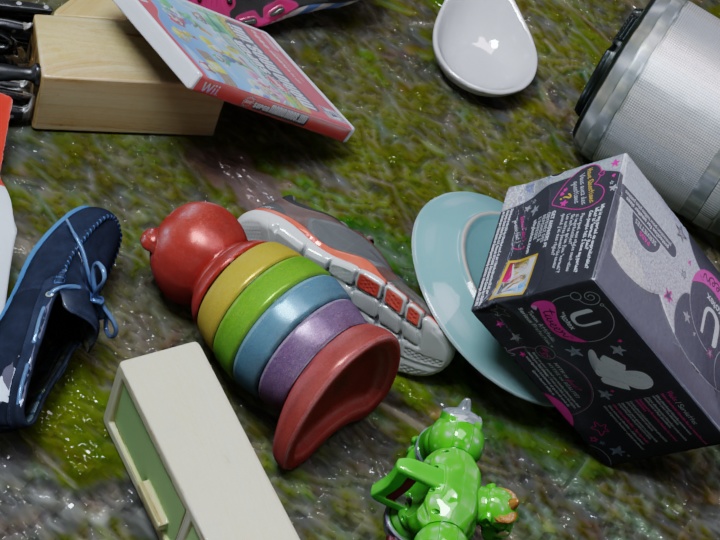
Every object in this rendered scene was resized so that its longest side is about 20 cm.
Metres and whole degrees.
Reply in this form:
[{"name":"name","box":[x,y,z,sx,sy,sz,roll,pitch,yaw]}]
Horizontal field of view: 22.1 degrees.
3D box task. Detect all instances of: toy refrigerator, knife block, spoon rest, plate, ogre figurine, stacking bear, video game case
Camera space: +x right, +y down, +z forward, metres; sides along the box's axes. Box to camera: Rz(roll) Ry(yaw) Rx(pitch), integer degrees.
[{"name":"toy refrigerator","box":[-0.109,0.156,1.270,0.070,0.076,0.201,-15,60,-29]},{"name":"knife block","box":[-0.231,-0.148,1.476,0.200,0.064,0.176,36,51,10]},{"name":"spoon rest","box":[0.104,-0.237,1.669,0.099,0.061,0.201,3,51,-17]},{"name":"plate","box":[0.125,0.015,1.455,0.200,0.026,0.201,27,42,-27]},{"name":"ogre figurine","box":[0.049,0.178,1.279,0.098,0.120,0.200,31,50,6]},{"name":"stacking bear","box":[-0.077,0.028,1.367,0.200,0.114,0.121,41,51,20]},{"name":"video game case","box":[-0.105,-0.171,1.488,0.200,0.017,0.143,14,30,-53]}]

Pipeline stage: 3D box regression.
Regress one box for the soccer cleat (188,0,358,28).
[{"name":"soccer cleat","box":[-0.077,-0.252,1.621,0.199,0.070,0.086,-8,13,-8]}]

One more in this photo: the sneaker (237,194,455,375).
[{"name":"sneaker","box":[0.000,0.000,1.437,0.200,0.077,0.082,36,42,8]}]

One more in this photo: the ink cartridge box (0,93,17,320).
[{"name":"ink cartridge box","box":[-0.321,-0.069,1.325,0.162,0.050,0.201,21,63,-34]}]

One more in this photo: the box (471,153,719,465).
[{"name":"box","box":[0.196,0.031,1.385,0.200,0.114,0.133,48,45,-31]}]

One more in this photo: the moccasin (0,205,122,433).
[{"name":"moccasin","box":[-0.214,0.041,1.322,0.068,0.081,0.201,7,56,27]}]

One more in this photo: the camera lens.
[{"name":"camera lens","box":[0.295,-0.130,1.585,0.199,0.160,0.160,32,49,7]}]
